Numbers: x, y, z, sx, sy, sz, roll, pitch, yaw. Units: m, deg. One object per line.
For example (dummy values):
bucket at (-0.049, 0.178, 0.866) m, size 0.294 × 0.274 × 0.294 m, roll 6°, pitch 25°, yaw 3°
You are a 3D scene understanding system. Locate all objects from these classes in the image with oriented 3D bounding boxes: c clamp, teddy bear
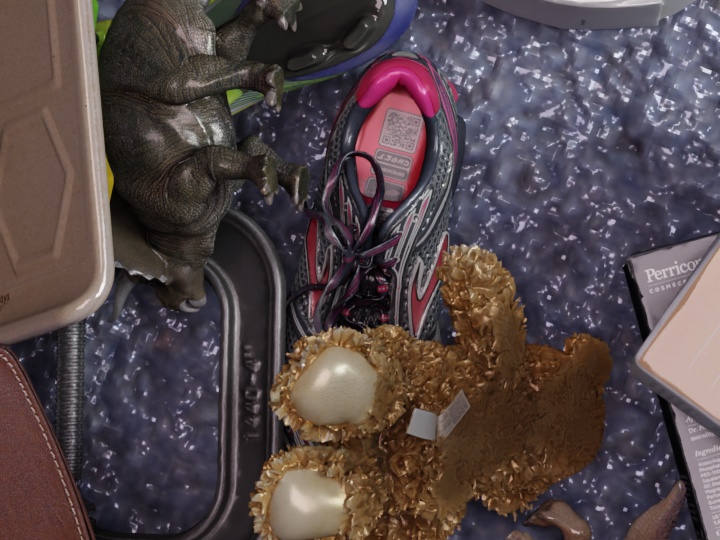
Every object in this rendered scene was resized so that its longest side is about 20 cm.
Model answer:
c clamp at (-0.110, 0.046, 1.306) m, size 0.170 × 0.027 × 0.201 m, roll -7°, pitch 82°, yaw 17°
teddy bear at (0.024, 0.063, 1.231) m, size 0.067 × 0.200 × 0.146 m, roll 16°, pitch 120°, yaw 40°

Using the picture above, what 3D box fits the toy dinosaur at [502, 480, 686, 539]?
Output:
toy dinosaur at (0.090, 0.186, 1.260) m, size 0.200 × 0.086 × 0.136 m, roll -43°, pitch 84°, yaw -1°

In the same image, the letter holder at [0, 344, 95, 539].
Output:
letter holder at (-0.155, 0.148, 1.239) m, size 0.142 × 0.100 × 0.201 m, roll -25°, pitch 73°, yaw 17°

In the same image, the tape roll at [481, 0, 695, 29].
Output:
tape roll at (0.104, -0.212, 1.298) m, size 0.201 × 0.071 × 0.204 m, roll 0°, pitch 85°, yaw 3°

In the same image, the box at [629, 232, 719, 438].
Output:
box at (0.233, 0.036, 1.175) m, size 0.200 × 0.106 × 0.153 m, roll 35°, pitch 89°, yaw 5°

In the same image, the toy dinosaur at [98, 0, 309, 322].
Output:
toy dinosaur at (-0.078, -0.071, 1.229) m, size 0.102 × 0.077 × 0.201 m, roll 0°, pitch 102°, yaw 17°

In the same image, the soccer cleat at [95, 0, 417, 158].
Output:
soccer cleat at (-0.062, -0.099, 1.306) m, size 0.199 × 0.084 × 0.065 m, roll -18°, pitch 95°, yaw 23°

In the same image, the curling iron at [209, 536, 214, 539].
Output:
curling iron at (-0.099, 0.162, 1.302) m, size 0.200 × 0.026 × 0.050 m, roll -43°, pitch 61°, yaw -2°

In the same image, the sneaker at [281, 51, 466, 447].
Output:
sneaker at (0.000, 0.000, 1.286) m, size 0.080 × 0.075 × 0.201 m, roll 6°, pitch 87°, yaw 4°

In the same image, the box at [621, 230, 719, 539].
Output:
box at (0.230, 0.036, 1.266) m, size 0.199 × 0.079 × 0.142 m, roll -15°, pitch 88°, yaw 3°

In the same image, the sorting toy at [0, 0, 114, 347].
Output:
sorting toy at (-0.157, -0.062, 1.262) m, size 0.036 × 0.185 × 0.201 m, roll 6°, pitch 77°, yaw -34°
